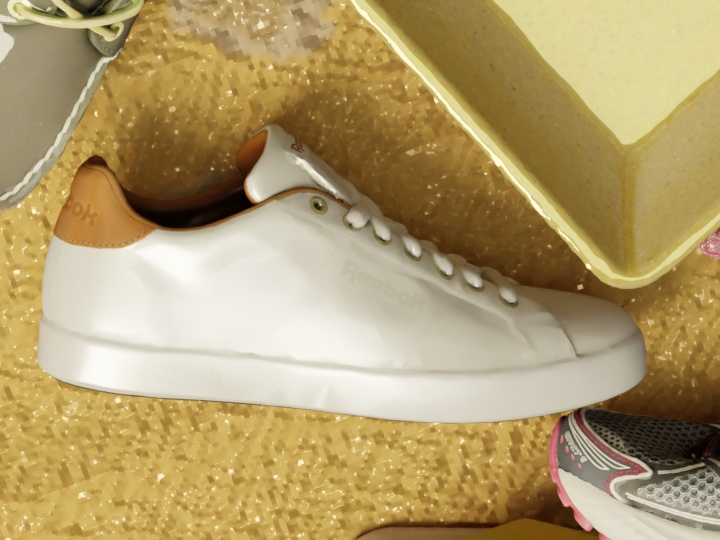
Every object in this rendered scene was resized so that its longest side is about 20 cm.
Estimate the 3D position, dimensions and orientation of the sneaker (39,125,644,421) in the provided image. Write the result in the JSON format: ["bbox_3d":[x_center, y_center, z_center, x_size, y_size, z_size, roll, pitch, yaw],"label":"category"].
[{"bbox_3d":[0.000,0.000,0.896,0.199,0.073,0.085,4,100,-13],"label":"sneaker"}]

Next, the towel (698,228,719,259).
[{"bbox_3d":[0.198,-0.081,0.875,0.143,0.023,0.201,14,104,-19],"label":"towel"}]

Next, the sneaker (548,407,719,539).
[{"bbox_3d":[0.161,0.063,0.916,0.199,0.081,0.075,4,109,13],"label":"sneaker"}]

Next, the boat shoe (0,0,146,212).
[{"bbox_3d":[-0.091,-0.107,0.852,0.072,0.060,0.203,11,105,-34],"label":"boat shoe"}]

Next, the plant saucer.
[{"bbox_3d":[0.085,-0.132,0.811,0.200,0.048,0.200,-41,99,10],"label":"plant saucer"}]

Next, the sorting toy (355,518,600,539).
[{"bbox_3d":[0.098,0.125,0.896,0.199,0.185,0.037,-3,114,-7],"label":"sorting toy"}]
